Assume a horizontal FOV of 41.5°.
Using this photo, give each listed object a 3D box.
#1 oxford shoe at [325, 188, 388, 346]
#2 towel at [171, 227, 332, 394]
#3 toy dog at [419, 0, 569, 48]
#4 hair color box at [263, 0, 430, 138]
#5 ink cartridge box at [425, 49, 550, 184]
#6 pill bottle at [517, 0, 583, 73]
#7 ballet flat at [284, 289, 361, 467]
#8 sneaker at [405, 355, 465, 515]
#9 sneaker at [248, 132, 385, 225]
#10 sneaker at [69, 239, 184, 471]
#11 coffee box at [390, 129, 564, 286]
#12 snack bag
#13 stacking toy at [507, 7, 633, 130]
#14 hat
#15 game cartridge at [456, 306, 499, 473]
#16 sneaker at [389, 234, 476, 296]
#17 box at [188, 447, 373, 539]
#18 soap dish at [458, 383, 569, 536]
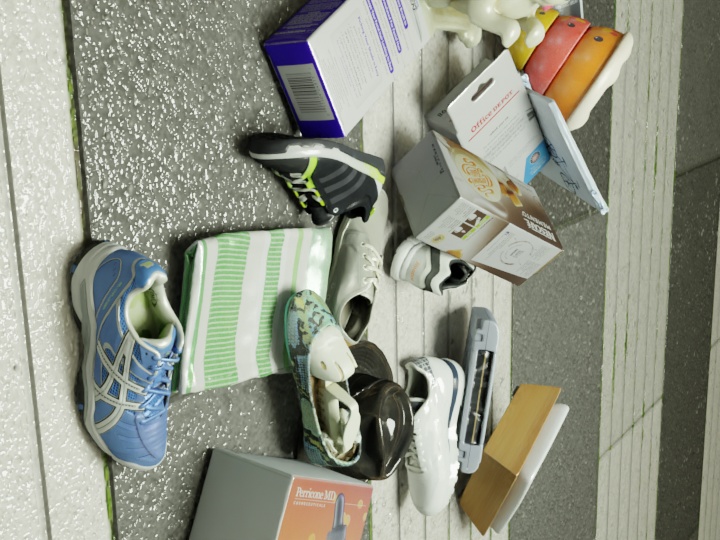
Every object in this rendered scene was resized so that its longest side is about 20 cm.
[{"bbox_3d":[0.000,0.000,1.062,0.075,0.057,0.203,43,60,-46],"label":"oxford shoe"},{"bbox_3d":[-0.100,0.037,0.934,0.198,0.023,0.156,-5,105,-52],"label":"towel"},{"bbox_3d":[0.174,-0.352,1.107,0.138,0.198,0.198,4,89,-47],"label":"toy dog"},{"bbox_3d":[-0.008,-0.240,0.991,0.201,0.064,0.111,-52,133,-36],"label":"hair color box"},{"bbox_3d":[0.160,-0.183,1.217,0.116,0.066,0.201,-44,135,-10],"label":"ink cartridge box"},{"bbox_3d":[0.268,-0.304,1.349,0.106,0.105,0.203,-41,128,-44],"label":"pill bottle"},{"bbox_3d":[-0.030,0.115,0.980,0.074,0.073,0.203,-38,129,-45],"label":"ballet flat"},{"bbox_3d":[0.080,0.212,1.220,0.080,0.076,0.204,7,84,-47],"label":"sneaker"},{"bbox_3d":[-0.037,-0.087,0.973,0.198,0.071,0.085,8,94,-52],"label":"sneaker"},{"bbox_3d":[-0.187,0.079,0.785,0.075,0.076,0.204,-33,124,-49],"label":"sneaker"},{"bbox_3d":[0.142,-0.071,1.150,0.198,0.080,0.116,22,38,-39],"label":"coffee box"},{"bbox_3d":[0.249,-0.181,1.266,0.021,0.200,0.190,-34,118,-1],"label":"snack bag"},{"bbox_3d":[0.240,-0.292,1.241,0.147,0.198,0.146,-55,177,-4],"label":"stacking toy"},{"bbox_3d":[0.014,0.186,1.098,0.199,0.080,0.205,-19,113,-54],"label":"hat"},{"bbox_3d":[0.154,0.156,1.283,0.133,0.040,0.204,-92,-170,-82],"label":"game cartridge"},{"bbox_3d":[0.119,-0.011,1.203,0.199,0.079,0.075,-23,136,-50],"label":"sneaker"},{"bbox_3d":[-0.089,0.294,0.944,0.152,0.105,0.204,24,79,-54],"label":"box"},{"bbox_3d":[0.214,0.266,1.351,0.158,0.080,0.202,-52,164,-35],"label":"soap dish"}]
